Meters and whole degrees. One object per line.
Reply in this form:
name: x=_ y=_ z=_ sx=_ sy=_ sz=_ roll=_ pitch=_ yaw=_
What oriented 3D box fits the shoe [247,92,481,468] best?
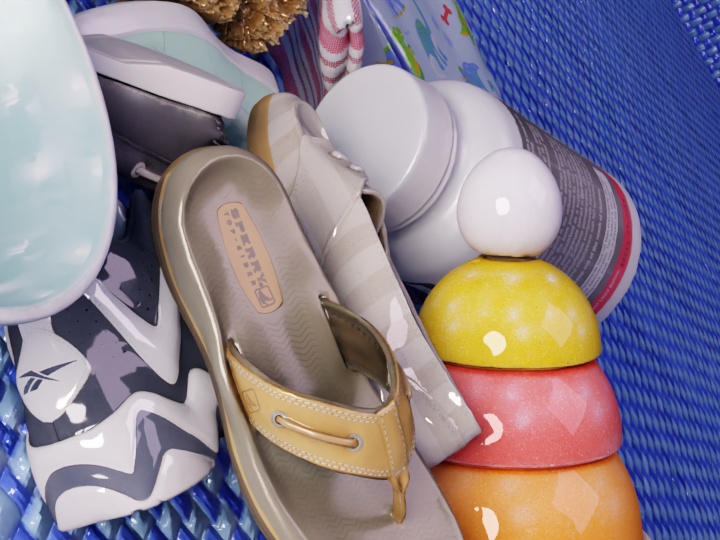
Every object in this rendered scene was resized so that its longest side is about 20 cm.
shoe: x=0.000 y=0.000 z=0.708 sx=0.070 sy=0.053 sz=0.201 roll=47 pitch=21 yaw=-60

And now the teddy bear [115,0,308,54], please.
teddy bear: x=-0.090 y=-0.156 z=0.755 sx=0.200 sy=0.144 sz=0.067 roll=23 pitch=77 yaw=-61

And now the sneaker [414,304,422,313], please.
sneaker: x=0.008 y=0.071 z=0.858 sx=0.078 sy=0.066 sz=0.200 roll=26 pitch=29 yaw=16

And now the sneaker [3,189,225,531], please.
sneaker: x=-0.084 y=0.011 z=0.660 sx=0.199 sy=0.079 sz=0.130 roll=-31 pitch=103 yaw=-59

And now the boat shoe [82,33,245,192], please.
boat shoe: x=-0.137 y=-0.072 z=0.630 sx=0.199 sy=0.061 sz=0.074 roll=14 pitch=10 yaw=-42

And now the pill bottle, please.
pill bottle: x=0.061 y=-0.037 z=0.877 sx=0.199 sy=0.110 sz=0.111 roll=25 pitch=43 yaw=-48

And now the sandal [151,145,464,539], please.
sandal: x=-0.014 y=0.041 z=0.602 sx=0.080 sy=0.054 sz=0.201 roll=-25 pitch=90 yaw=-42

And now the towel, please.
towel: x=-0.034 y=-0.147 z=0.895 sx=0.200 sy=0.030 sz=0.147 roll=102 pitch=-27 yaw=-66

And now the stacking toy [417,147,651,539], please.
stacking toy: x=0.070 y=0.044 z=0.742 sx=0.146 sy=0.145 sz=0.202 roll=-16 pitch=111 yaw=-69

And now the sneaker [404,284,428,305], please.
sneaker: x=0.091 y=-0.001 z=1.077 sx=0.076 sy=0.087 sz=0.200 roll=66 pitch=21 yaw=6

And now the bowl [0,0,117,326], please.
bowl: x=-0.175 y=-0.056 z=0.487 sx=0.201 sy=0.105 sz=0.202 roll=49 pitch=26 yaw=-34

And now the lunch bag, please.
lunch bag: x=0.023 y=-0.142 z=1.088 sx=0.161 sy=0.082 sz=0.200 roll=61 pitch=21 yaw=-12

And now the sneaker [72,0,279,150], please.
sneaker: x=-0.081 y=-0.051 z=0.750 sx=0.200 sy=0.073 sz=0.119 roll=12 pitch=58 yaw=-63
